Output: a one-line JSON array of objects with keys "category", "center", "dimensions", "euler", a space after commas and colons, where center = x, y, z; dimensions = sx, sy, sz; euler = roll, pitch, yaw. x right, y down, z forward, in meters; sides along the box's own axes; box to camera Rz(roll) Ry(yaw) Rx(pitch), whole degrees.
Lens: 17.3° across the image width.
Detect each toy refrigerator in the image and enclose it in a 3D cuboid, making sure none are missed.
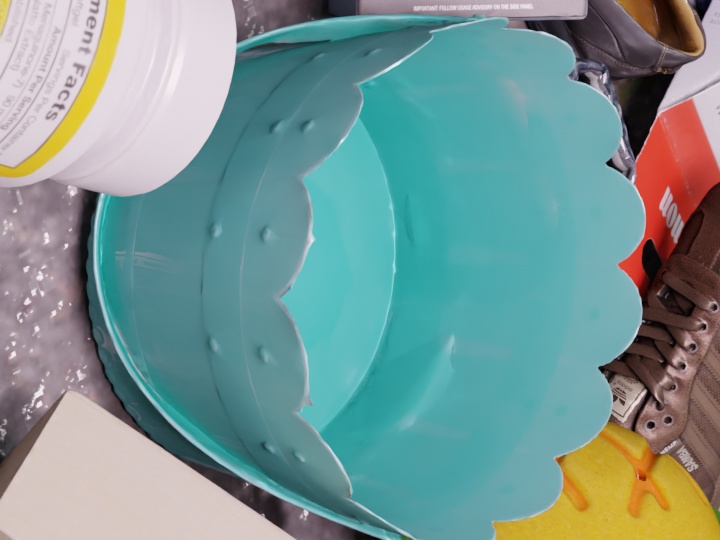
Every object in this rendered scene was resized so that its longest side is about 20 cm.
[{"category": "toy refrigerator", "center": [-0.052, 0.136, 0.868], "dimensions": [0.200, 0.076, 0.070], "euler": [35, 54, -9]}]

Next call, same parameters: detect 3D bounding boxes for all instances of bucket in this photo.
[{"category": "bucket", "center": [0.000, 0.000, 0.935], "dimensions": [0.207, 0.135, 0.207], "euler": [-5, 97, -46]}]

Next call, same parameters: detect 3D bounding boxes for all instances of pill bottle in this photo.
[{"category": "pill bottle", "center": [-0.145, -0.091, 0.794], "dimensions": [0.200, 0.114, 0.114], "euler": [16, 83, -46]}]

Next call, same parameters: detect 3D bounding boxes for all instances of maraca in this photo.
[{"category": "maraca", "center": [0.103, 0.116, 1.013], "dimensions": [0.200, 0.137, 0.107], "euler": [4, 102, -17]}]

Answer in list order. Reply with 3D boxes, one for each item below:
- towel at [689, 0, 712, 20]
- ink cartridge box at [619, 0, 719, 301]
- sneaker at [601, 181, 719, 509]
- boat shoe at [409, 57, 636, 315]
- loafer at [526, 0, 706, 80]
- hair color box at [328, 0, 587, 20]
[{"category": "towel", "center": [0.181, -0.224, 1.131], "dimensions": [0.145, 0.024, 0.200], "euler": [31, 69, -74]}, {"category": "ink cartridge box", "center": [0.193, -0.057, 1.154], "dimensions": [0.200, 0.050, 0.162], "euler": [-65, 150, -21]}, {"category": "sneaker", "center": [0.148, 0.052, 1.105], "dimensions": [0.076, 0.070, 0.200], "euler": [-9, 121, -39]}, {"category": "boat shoe", "center": [0.072, 0.003, 1.040], "dimensions": [0.071, 0.091, 0.200], "euler": [-18, 107, -43]}, {"category": "loafer", "center": [0.094, -0.168, 1.058], "dimensions": [0.073, 0.072, 0.200], "euler": [-55, 128, -25]}, {"category": "hair color box", "center": [0.039, -0.203, 0.973], "dimensions": [0.099, 0.061, 0.200], "euler": [-3, 99, -12]}]
